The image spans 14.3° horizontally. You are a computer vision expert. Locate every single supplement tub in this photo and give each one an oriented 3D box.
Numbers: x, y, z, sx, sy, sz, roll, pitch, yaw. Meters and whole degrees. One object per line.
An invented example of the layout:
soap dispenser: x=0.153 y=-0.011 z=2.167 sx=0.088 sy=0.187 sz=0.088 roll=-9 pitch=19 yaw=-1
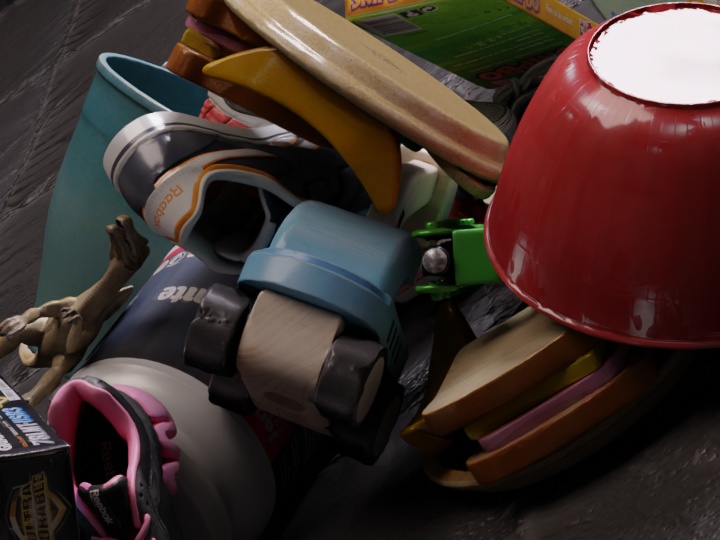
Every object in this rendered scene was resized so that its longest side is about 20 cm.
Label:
supplement tub: x=-0.093 y=0.081 z=1.649 sx=0.140 sy=0.140 sz=0.200 roll=-22 pitch=23 yaw=40

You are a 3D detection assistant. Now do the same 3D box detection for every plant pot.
plant pot: x=-0.117 y=-0.010 z=1.826 sx=0.188 sy=0.200 sz=0.200 roll=-62 pitch=15 yaw=9

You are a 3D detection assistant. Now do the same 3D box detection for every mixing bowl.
mixing bowl: x=0.160 y=-0.062 z=1.423 sx=0.199 sy=0.109 sz=0.200 roll=-2 pitch=37 yaw=2

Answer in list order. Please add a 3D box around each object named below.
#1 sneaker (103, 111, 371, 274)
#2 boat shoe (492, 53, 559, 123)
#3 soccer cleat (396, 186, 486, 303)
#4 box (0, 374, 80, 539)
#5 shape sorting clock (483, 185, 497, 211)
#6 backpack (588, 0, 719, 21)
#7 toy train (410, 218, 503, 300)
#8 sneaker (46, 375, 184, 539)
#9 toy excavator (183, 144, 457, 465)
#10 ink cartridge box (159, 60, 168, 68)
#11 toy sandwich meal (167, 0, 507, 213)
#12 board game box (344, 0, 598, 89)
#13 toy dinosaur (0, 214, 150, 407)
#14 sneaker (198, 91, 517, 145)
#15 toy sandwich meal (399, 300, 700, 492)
sneaker: x=-0.049 y=-0.039 z=1.618 sx=0.200 sy=0.079 sz=0.079 roll=-1 pitch=-47 yaw=-42
boat shoe: x=0.116 y=-0.094 z=1.809 sx=0.074 sy=0.068 sz=0.199 roll=-37 pitch=17 yaw=0
soccer cleat: x=0.043 y=-0.040 z=1.825 sx=0.085 sy=0.069 sz=0.200 roll=-41 pitch=16 yaw=14
box: x=-0.182 y=0.169 z=1.516 sx=0.050 sy=0.201 sz=0.198 roll=-9 pitch=12 yaw=-14
shape sorting clock: x=0.166 y=-0.063 z=1.616 sx=0.199 sy=0.039 sz=0.200 roll=-13 pitch=9 yaw=2
backpack: x=0.214 y=-0.193 z=1.691 sx=0.153 sy=0.176 sz=0.200 roll=-43 pitch=7 yaw=-17
toy train: x=0.067 y=-0.009 z=1.560 sx=0.056 sy=0.042 sz=0.200 roll=-5 pitch=1 yaw=10
sneaker: x=-0.120 y=0.142 z=1.471 sx=0.079 sy=0.200 sz=0.095 roll=-21 pitch=-21 yaw=1
toy excavator: x=0.000 y=0.000 z=1.568 sx=0.195 sy=0.100 sz=0.200 roll=70 pitch=-138 yaw=-69
ink cartridge box: x=-0.060 y=-0.110 z=2.037 sx=0.200 sy=0.162 sz=0.050 roll=-7 pitch=41 yaw=57
toy sandwich meal: x=-0.012 y=-0.088 z=1.545 sx=0.070 sy=0.205 sz=0.205 roll=-56 pitch=15 yaw=9
board game box: x=0.079 y=-0.150 z=1.785 sx=0.095 sy=0.200 sz=0.030 roll=-9 pitch=74 yaw=27
toy dinosaur: x=-0.173 y=0.042 z=1.639 sx=0.101 sy=0.058 sz=0.200 roll=-35 pitch=-5 yaw=-36
sneaker: x=0.007 y=-0.102 z=1.724 sx=0.078 sy=0.199 sz=0.082 roll=45 pitch=124 yaw=59
toy sandwich meal: x=0.096 y=0.041 z=1.500 sx=0.205 sy=0.070 sz=0.205 roll=-33 pitch=18 yaw=12
